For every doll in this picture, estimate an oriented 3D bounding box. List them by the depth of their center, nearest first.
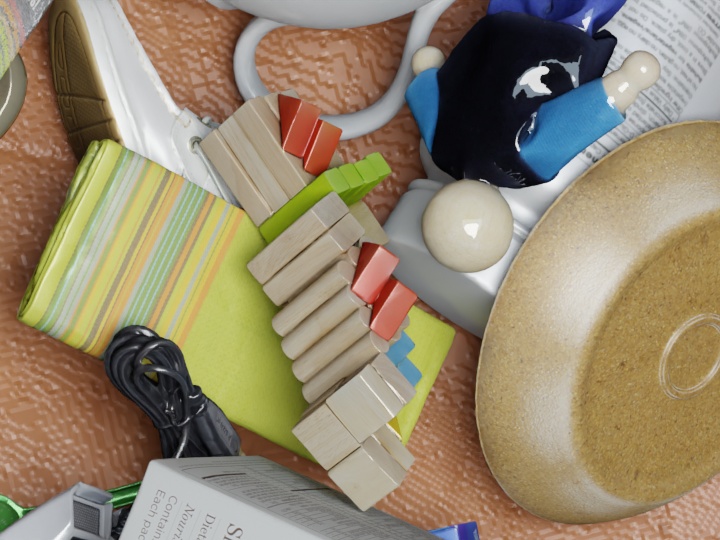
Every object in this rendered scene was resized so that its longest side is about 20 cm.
[{"bbox_3d":[0.079,-0.091,1.048,0.048,0.136,0.201,38,73,-41],"label":"doll"}]

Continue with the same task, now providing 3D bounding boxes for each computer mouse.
[{"bbox_3d":[-0.132,0.123,1.038,0.044,0.110,0.200,30,71,36],"label":"computer mouse"}]

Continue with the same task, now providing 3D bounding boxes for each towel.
[{"bbox_3d":[-0.052,0.022,1.082,0.199,0.018,0.086,28,85,-28],"label":"towel"}]

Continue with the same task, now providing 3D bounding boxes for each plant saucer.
[{"bbox_3d":[0.140,0.032,1.107,0.199,0.035,0.201,-18,123,-31],"label":"plant saucer"}]

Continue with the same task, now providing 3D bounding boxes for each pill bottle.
[{"bbox_3d":[0.098,-0.068,1.130,0.113,0.113,0.200,35,78,-6],"label":"pill bottle"}]

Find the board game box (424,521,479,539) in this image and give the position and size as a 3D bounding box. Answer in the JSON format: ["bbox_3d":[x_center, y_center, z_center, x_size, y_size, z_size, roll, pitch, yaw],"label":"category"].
[{"bbox_3d":[0.002,0.222,1.079,0.134,0.045,0.201,-12,84,13],"label":"board game box"}]

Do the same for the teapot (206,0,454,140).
[{"bbox_3d":[-0.043,-0.184,1.099,0.145,0.197,0.201,-22,64,22],"label":"teapot"}]

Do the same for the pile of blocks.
[{"bbox_3d":[0.000,0.000,1.045,0.082,0.062,0.201,9,53,-44],"label":"pile of blocks"}]

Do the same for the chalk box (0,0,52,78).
[{"bbox_3d":[-0.197,-0.164,1.044,0.123,0.125,0.201,21,67,22],"label":"chalk box"}]

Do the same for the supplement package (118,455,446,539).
[{"bbox_3d":[-0.003,0.182,0.981,0.199,0.151,0.153,23,92,14],"label":"supplement package"}]

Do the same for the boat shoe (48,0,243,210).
[{"bbox_3d":[-0.080,-0.039,1.112,0.069,0.071,0.201,-25,101,-20],"label":"boat shoe"}]

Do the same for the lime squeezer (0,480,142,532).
[{"bbox_3d":[-0.171,0.113,1.075,0.199,0.071,0.038,-10,67,-43],"label":"lime squeezer"}]

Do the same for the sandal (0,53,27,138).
[{"bbox_3d":[-0.224,-0.037,1.084,0.080,0.054,0.200,43,76,-5],"label":"sandal"}]
